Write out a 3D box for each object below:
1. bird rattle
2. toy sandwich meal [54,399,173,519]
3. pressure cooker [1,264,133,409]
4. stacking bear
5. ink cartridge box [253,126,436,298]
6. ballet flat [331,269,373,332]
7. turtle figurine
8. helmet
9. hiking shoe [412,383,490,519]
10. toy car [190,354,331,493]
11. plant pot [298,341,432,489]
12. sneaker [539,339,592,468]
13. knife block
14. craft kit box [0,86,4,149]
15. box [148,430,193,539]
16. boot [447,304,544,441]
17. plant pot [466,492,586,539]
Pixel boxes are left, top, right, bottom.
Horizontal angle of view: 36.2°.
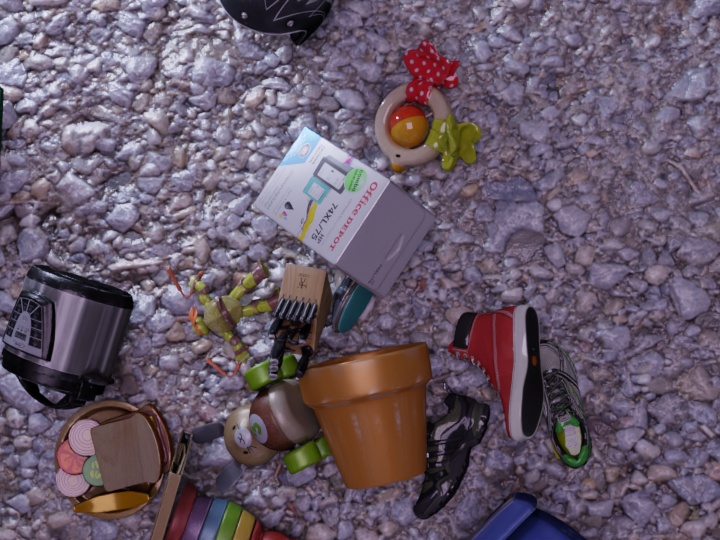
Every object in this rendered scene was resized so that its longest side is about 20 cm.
[{"bbox_3d":[0.092,-0.239,1.690,0.161,0.112,0.202,-26,83,20],"label":"bird rattle"},{"bbox_3d":[-0.390,0.297,1.718,0.202,0.070,0.209,0,88,5],"label":"toy sandwich meal"},{"bbox_3d":[-0.450,0.109,1.680,0.176,0.176,0.203,18,90,-11],"label":"pressure cooker"},{"bbox_3d":[-0.194,0.414,1.680,0.197,0.114,0.123,21,74,-3],"label":"stacking bear"},{"bbox_3d":[-0.023,-0.086,1.626,0.199,0.146,0.148,35,91,38],"label":"ink cartridge box"},{"bbox_3d":[0.000,0.000,1.709,0.074,0.074,0.201,33,89,5],"label":"ballet flat"},{"bbox_3d":[-0.208,0.052,1.716,0.160,0.064,0.202,-31,85,3],"label":"turtle figurine"},{"bbox_3d":[-0.122,-0.446,1.665,0.196,0.191,0.204,0,87,5],"label":"helmet"},{"bbox_3d":[0.119,0.279,1.685,0.100,0.076,0.202,27,83,16],"label":"hiking shoe"},{"bbox_3d":[-0.163,0.248,1.672,0.198,0.158,0.166,-29,82,15],"label":"toy car"},{"bbox_3d":[0.019,0.217,1.625,0.197,0.200,0.186,-12,89,4],"label":"plant pot"},{"bbox_3d":[0.306,0.200,1.658,0.077,0.085,0.203,-21,85,4],"label":"sneaker"},{"bbox_3d":[-0.092,0.089,1.623,0.063,0.200,0.178,10,74,5],"label":"knife block"},{"bbox_3d":[-0.680,-0.201,1.777,0.194,0.049,0.204,3,88,2],"label":"craft kit box"},{"bbox_3d":[-0.293,0.360,1.642,0.021,0.164,0.203,16,102,-7],"label":"box"},{"bbox_3d":[0.198,0.158,1.655,0.143,0.072,0.203,-9,72,34],"label":"boot"},{"bbox_3d":[0.235,0.439,1.597,0.200,0.200,0.180,-45,78,2],"label":"plant pot"}]
